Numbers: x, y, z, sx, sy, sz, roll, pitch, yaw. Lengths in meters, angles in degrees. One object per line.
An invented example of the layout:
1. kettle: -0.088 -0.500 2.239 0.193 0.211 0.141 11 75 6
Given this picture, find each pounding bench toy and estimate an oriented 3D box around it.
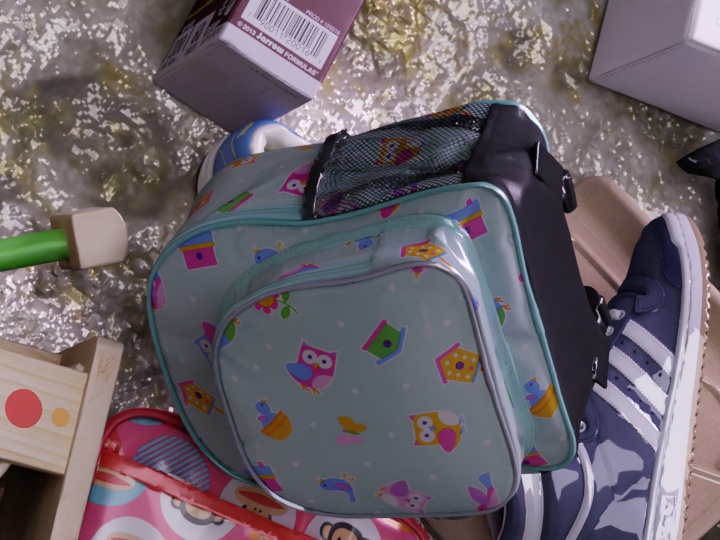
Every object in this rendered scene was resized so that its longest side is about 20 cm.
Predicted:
1. pounding bench toy: -0.207 0.045 1.396 0.155 0.124 0.201 17 76 -19

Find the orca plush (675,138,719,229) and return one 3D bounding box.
1. orca plush: 0.218 0.029 1.606 0.071 0.105 0.201 -29 94 10

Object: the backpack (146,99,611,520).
1. backpack: -0.001 0.027 1.394 0.154 0.199 0.176 -60 139 -50

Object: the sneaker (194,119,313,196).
1. sneaker: 0.000 0.000 1.494 0.200 0.077 0.076 38 68 0

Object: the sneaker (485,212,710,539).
1. sneaker: 0.114 0.059 1.491 0.108 0.070 0.201 9 71 -4

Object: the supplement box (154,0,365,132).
1. supplement box: -0.022 -0.175 1.512 0.061 0.109 0.201 32 71 -15

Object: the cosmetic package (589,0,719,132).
1. cosmetic package: 0.255 -0.172 1.619 0.199 0.123 0.200 20 75 -20

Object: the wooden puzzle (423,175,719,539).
1. wooden puzzle: 0.112 0.076 1.547 0.200 0.046 0.185 -39 78 -18

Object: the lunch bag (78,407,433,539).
1. lunch bag: -0.065 0.156 1.468 0.199 0.082 0.177 24 70 -17
